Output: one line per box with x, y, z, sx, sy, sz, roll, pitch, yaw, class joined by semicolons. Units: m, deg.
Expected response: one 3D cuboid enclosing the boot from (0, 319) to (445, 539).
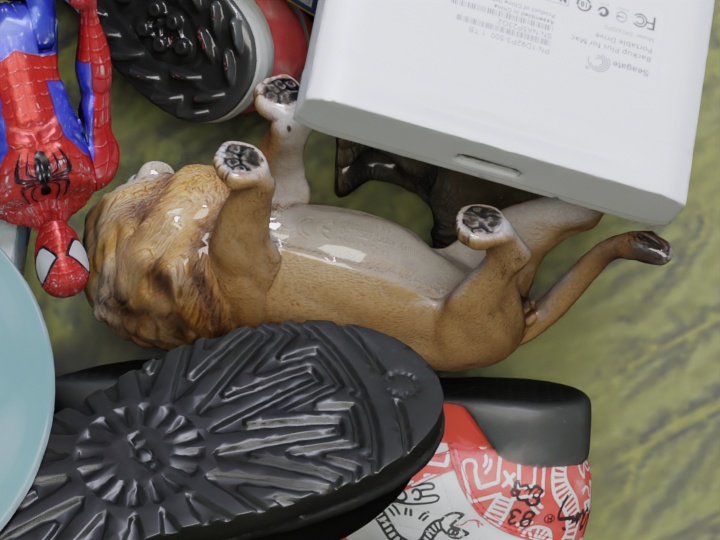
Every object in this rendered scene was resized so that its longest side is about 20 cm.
-0.067;0.110;1.028;0.211;0.158;0.079;-20;51;-11;boot

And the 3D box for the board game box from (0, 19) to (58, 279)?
-0.217;-0.017;1.051;0.200;0.043;0.199;6;48;-1;board game box

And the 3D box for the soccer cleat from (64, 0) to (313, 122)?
-0.094;-0.131;1.114;0.200;0.073;0.068;45;116;17;soccer cleat

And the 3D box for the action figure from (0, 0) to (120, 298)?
-0.122;-0.088;1.008;0.065;0.052;0.200;-15;100;-13;action figure

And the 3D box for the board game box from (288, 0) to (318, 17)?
-0.033;-0.218;1.082;0.200;0.062;0.200;31;65;7;board game box

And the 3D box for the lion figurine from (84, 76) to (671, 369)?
0.000;0.000;1.046;0.200;0.123;0.073;18;48;4;lion figurine

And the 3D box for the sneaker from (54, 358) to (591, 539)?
-0.017;0.092;1.087;0.201;0.067;0.108;3;99;8;sneaker

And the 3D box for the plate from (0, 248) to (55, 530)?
-0.199;0.032;0.967;0.200;0.026;0.200;2;52;-3;plate

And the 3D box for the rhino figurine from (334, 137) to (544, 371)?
0.034;-0.045;1.106;0.087;0.060;0.200;0;91;-1;rhino figurine

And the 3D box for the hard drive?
0.059;-0.124;1.015;0.132;0.026;0.200;15;64;-10;hard drive
